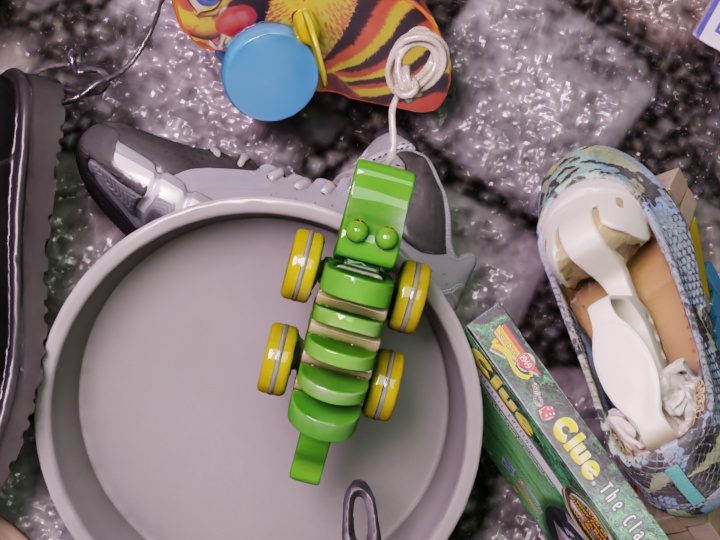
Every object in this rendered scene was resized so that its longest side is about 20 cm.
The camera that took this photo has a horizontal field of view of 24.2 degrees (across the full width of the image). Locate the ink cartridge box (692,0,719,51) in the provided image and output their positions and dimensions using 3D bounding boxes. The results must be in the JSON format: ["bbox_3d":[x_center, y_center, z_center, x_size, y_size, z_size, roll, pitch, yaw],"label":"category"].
[{"bbox_3d":[0.297,-0.144,0.880,0.199,0.047,0.199,31,76,4],"label":"ink cartridge box"}]

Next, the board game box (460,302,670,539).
[{"bbox_3d":[0.104,0.113,0.760,0.023,0.105,0.201,-33,82,-12],"label":"board game box"}]

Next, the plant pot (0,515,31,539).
[{"bbox_3d":[-0.214,0.185,0.714,0.198,0.093,0.203,2,75,-7],"label":"plant pot"}]

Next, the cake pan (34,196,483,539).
[{"bbox_3d":[-0.045,0.064,0.752,0.198,0.037,0.203,0,103,0],"label":"cake pan"}]

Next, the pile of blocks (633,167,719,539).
[{"bbox_3d":[0.145,0.054,0.811,0.062,0.082,0.202,-19,61,33],"label":"pile of blocks"}]

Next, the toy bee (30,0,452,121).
[{"bbox_3d":[-0.048,-0.127,0.794,0.198,0.110,0.131,-13,37,-30],"label":"toy bee"}]

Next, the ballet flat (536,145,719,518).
[{"bbox_3d":[0.118,0.012,0.749,0.073,0.075,0.201,-13,54,-9],"label":"ballet flat"}]

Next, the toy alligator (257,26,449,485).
[{"bbox_3d":[0.000,0.000,0.690,0.059,0.054,0.202,15,102,-3],"label":"toy alligator"}]

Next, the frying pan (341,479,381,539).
[{"bbox_3d":[-0.009,0.200,0.713,0.114,0.031,0.191,-24,73,-9],"label":"frying pan"}]

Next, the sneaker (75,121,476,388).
[{"bbox_3d":[-0.031,-0.035,0.808,0.199,0.075,0.116,35,69,-7],"label":"sneaker"}]

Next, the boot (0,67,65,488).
[{"bbox_3d":[-0.219,-0.006,0.721,0.156,0.079,0.214,11,76,-32],"label":"boot"}]
